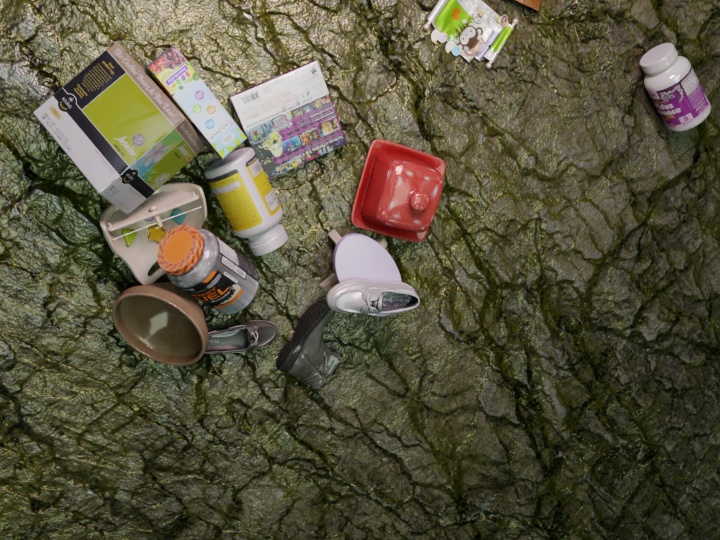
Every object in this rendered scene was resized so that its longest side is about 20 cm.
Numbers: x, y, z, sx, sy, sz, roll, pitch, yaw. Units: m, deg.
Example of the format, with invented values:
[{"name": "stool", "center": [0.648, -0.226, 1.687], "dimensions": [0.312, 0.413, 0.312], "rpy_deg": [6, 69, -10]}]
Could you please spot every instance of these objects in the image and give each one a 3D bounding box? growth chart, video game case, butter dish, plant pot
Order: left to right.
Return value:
[{"name": "plant pot", "center": [-0.388, 0.091, 1.342], "dimensions": [0.198, 0.093, 0.203], "rpy_deg": [9, 132, 10]}, {"name": "video game case", "center": [-0.147, -0.309, 1.375], "dimensions": [0.198, 0.036, 0.183], "rpy_deg": [-27, 112, -12]}, {"name": "butter dish", "center": [0.103, -0.162, 1.448], "dimensions": [0.197, 0.148, 0.202], "rpy_deg": [13, 100, -22]}, {"name": "growth chart", "center": [0.241, -0.537, 1.469], "dimensions": [0.198, 0.018, 0.146], "rpy_deg": [25, 96, -23]}]

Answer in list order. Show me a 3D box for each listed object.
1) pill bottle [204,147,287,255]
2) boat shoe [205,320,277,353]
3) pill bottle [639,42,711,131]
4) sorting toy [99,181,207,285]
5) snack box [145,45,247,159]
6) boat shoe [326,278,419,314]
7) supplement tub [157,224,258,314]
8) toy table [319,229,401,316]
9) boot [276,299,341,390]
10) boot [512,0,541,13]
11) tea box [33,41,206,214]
[{"name": "pill bottle", "center": [-0.225, -0.136, 1.352], "dimensions": [0.110, 0.111, 0.202], "rpy_deg": [-29, 112, -11]}, {"name": "boat shoe", "center": [-0.272, 0.151, 1.442], "dimensions": [0.197, 0.057, 0.068], "rpy_deg": [-5, 106, -19]}, {"name": "pill bottle", "center": [0.767, -0.450, 1.635], "dimensions": [0.112, 0.112, 0.200], "rpy_deg": [-44, 114, -4]}, {"name": "sorting toy", "center": [-0.399, -0.063, 1.321], "dimensions": [0.198, 0.107, 0.182], "rpy_deg": [-24, 124, -23]}, {"name": "snack box", "center": [-0.308, -0.313, 1.242], "dimensions": [0.067, 0.169, 0.201], "rpy_deg": [-39, 115, -5]}, {"name": "boat shoe", "center": [0.030, 0.063, 1.396], "dimensions": [0.197, 0.068, 0.073], "rpy_deg": [5, 102, -20]}, {"name": "supplement tub", "center": [-0.299, -0.003, 1.314], "dimensions": [0.123, 0.122, 0.200], "rpy_deg": [-49, 144, -2]}, {"name": "toy table", "center": [0.000, 0.000, 1.470], "dimensions": [0.182, 0.117, 0.202], "rpy_deg": [-27, 111, -11]}, {"name": "boot", "center": [-0.092, 0.170, 1.518], "dimensions": [0.130, 0.068, 0.201], "rpy_deg": [30, 100, -29]}, {"name": "boot", "center": [0.355, -0.696, 1.457], "dimensions": [0.187, 0.068, 0.202], "rpy_deg": [18, 105, -31]}, {"name": "tea box", "center": [-0.423, -0.251, 1.189], "dimensions": [0.196, 0.134, 0.200], "rpy_deg": [-41, 79, -4]}]
